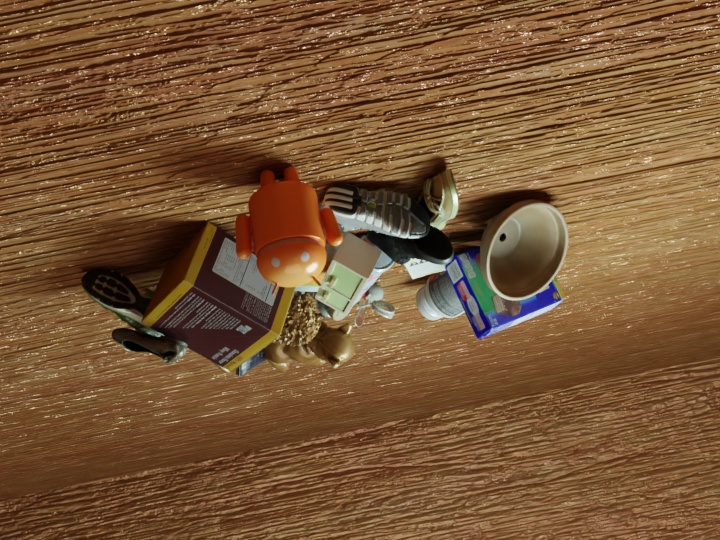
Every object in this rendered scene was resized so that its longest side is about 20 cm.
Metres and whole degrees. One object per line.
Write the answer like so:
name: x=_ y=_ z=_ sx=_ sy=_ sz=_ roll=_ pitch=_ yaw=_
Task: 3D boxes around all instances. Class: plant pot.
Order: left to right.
plant pot: x=0.304 y=-0.052 z=1.803 sx=0.199 sy=0.093 sz=0.203 roll=-13 pitch=119 yaw=-25

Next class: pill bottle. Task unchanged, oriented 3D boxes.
pill bottle: x=0.214 y=0.039 z=2.027 sx=0.110 sy=0.112 sz=0.199 roll=5 pitch=154 yaw=-37

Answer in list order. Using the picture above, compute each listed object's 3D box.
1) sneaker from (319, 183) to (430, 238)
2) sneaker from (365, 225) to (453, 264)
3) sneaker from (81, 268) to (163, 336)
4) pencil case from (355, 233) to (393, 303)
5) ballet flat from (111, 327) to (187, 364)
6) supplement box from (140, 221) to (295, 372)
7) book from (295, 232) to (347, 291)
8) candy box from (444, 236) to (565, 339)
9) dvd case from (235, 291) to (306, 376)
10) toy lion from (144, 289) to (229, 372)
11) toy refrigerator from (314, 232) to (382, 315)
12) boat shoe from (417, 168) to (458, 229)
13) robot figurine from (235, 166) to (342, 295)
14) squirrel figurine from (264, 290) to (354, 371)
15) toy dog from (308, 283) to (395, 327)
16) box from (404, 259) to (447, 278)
sneaker: x=0.017 y=-0.095 z=1.617 sx=0.198 sy=0.076 sz=0.115 roll=17 pitch=159 yaw=-17
sneaker: x=0.090 y=-0.047 z=1.676 sx=0.060 sy=0.199 sz=0.105 roll=-46 pitch=151 yaw=-23
sneaker: x=-0.439 y=0.075 z=1.717 sx=0.199 sy=0.077 sz=0.089 roll=33 pitch=137 yaw=-9
pencil case: x=0.000 y=0.000 z=1.850 sx=0.090 sy=0.084 sz=0.200 roll=-2 pitch=158 yaw=-22
ballet flat: x=-0.398 y=0.143 z=1.702 sx=0.198 sy=0.047 sz=0.067 roll=6 pitch=161 yaw=37
supplement box: x=-0.255 y=0.054 z=1.664 sx=0.199 sy=0.134 sz=0.197 roll=32 pitch=141 yaw=-19
book: x=-0.113 y=-0.017 z=1.802 sx=0.132 sy=0.049 sz=0.200 roll=-2 pitch=156 yaw=-22
candy box: x=0.300 y=0.025 z=1.890 sx=0.198 sy=0.171 sz=0.077 roll=-19 pitch=167 yaw=-25
dvd case: x=-0.185 y=0.118 z=1.922 sx=0.199 sy=0.016 sz=0.150 roll=-30 pitch=137 yaw=-43
toy lion: x=-0.342 y=0.107 z=1.818 sx=0.191 sy=0.069 sz=0.200 roll=37 pitch=174 yaw=-30
toy refrigerator: x=-0.026 y=0.013 z=1.719 sx=0.075 sy=0.070 sz=0.200 roll=29 pitch=155 yaw=-1
boat shoe: x=0.127 y=-0.118 z=1.624 sx=0.062 sy=0.074 sz=0.201 roll=-11 pitch=168 yaw=-10
robot figurine: x=-0.114 y=-0.062 z=1.451 sx=0.143 sy=0.202 sz=0.116 roll=9 pitch=153 yaw=-42
squirrel figurine: x=-0.109 y=0.131 z=1.837 sx=0.185 sy=0.143 sz=0.200 roll=15 pitch=161 yaw=34
toy dog: x=-0.034 y=0.079 z=2.003 sx=0.198 sy=0.132 sz=0.097 roll=13 pitch=121 yaw=-32
box: x=0.122 y=-0.043 z=1.848 sx=0.081 sy=0.050 sz=0.200 roll=-15 pitch=160 yaw=8
